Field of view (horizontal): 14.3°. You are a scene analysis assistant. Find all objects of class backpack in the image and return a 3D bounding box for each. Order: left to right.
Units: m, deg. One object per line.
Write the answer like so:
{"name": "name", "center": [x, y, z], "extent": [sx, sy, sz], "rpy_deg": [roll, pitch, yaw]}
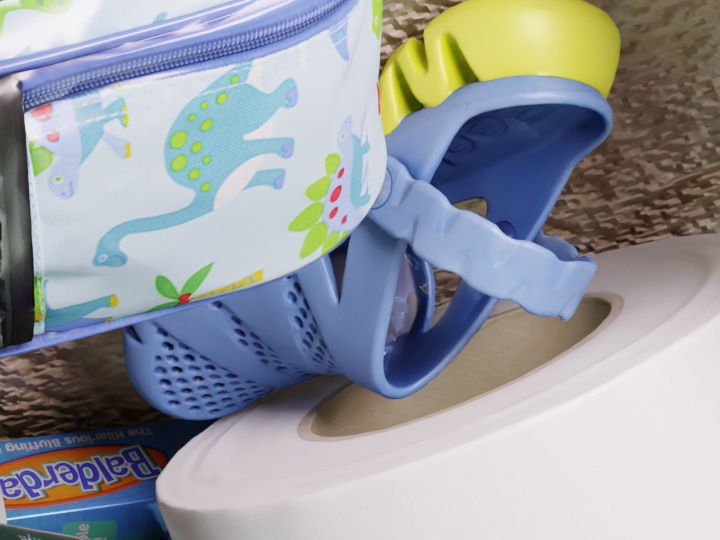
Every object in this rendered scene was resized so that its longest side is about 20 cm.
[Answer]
{"name": "backpack", "center": [-0.094, -0.068, 0.599], "extent": [0.199, 0.183, 0.148], "rpy_deg": [-12, 131, -18]}

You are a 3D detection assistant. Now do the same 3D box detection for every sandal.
{"name": "sandal", "center": [0.000, 0.000, 0.842], "extent": [0.079, 0.088, 0.200], "rpy_deg": [13, 145, -38]}

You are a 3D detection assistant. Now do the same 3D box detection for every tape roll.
{"name": "tape roll", "center": [0.042, 0.058, 0.862], "extent": [0.201, 0.071, 0.202], "rpy_deg": [-22, -171, 4]}

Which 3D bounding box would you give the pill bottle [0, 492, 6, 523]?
{"name": "pill bottle", "center": [-0.203, 0.055, 0.809], "extent": [0.113, 0.114, 0.200], "rpy_deg": [-29, 135, 29]}

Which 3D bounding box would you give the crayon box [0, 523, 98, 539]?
{"name": "crayon box", "center": [-0.134, 0.158, 0.811], "extent": [0.126, 0.051, 0.201], "rpy_deg": [14, 121, -31]}

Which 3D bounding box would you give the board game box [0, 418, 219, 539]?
{"name": "board game box", "center": [-0.106, 0.128, 0.993], "extent": [0.199, 0.045, 0.153], "rpy_deg": [-7, 127, -20]}
